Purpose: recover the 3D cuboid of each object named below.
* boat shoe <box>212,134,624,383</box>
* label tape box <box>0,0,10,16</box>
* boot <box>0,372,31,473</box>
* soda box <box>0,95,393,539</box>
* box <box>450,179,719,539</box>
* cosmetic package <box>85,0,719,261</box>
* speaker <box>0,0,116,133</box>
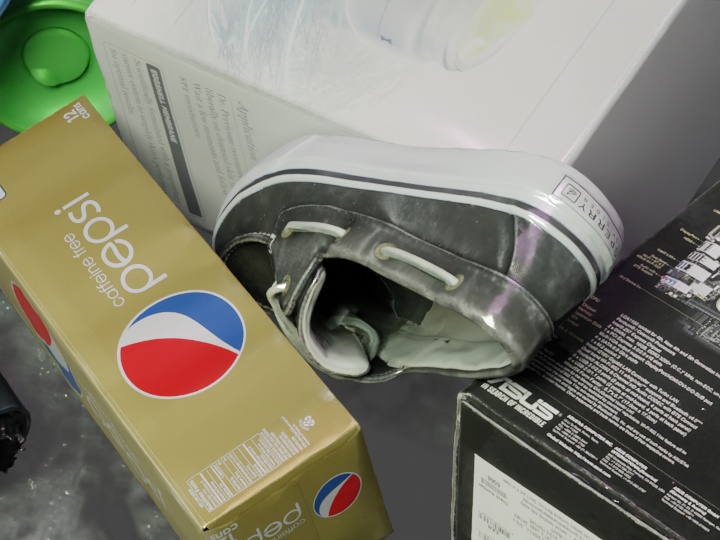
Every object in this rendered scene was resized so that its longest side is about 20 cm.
[{"bbox_3d":[0.000,0.000,0.763,0.071,0.072,0.199,-50,23,-25],"label":"boat shoe"},{"bbox_3d":[-0.192,-0.153,0.929,0.063,0.145,0.201,24,26,-30],"label":"label tape box"},{"bbox_3d":[-0.228,0.022,0.778,0.199,0.077,0.169,-12,57,-31],"label":"boot"},{"bbox_3d":[-0.070,0.029,0.806,0.064,0.068,0.200,-32,51,-12],"label":"soda box"},{"bbox_3d":[0.155,0.075,0.747,0.199,0.087,0.163,33,53,30],"label":"box"},{"bbox_3d":[0.038,-0.093,0.874,0.199,0.123,0.200,25,61,23],"label":"cosmetic package"},{"bbox_3d":[-0.132,-0.148,0.985,0.088,0.089,0.201,-4,44,-3],"label":"speaker"}]
